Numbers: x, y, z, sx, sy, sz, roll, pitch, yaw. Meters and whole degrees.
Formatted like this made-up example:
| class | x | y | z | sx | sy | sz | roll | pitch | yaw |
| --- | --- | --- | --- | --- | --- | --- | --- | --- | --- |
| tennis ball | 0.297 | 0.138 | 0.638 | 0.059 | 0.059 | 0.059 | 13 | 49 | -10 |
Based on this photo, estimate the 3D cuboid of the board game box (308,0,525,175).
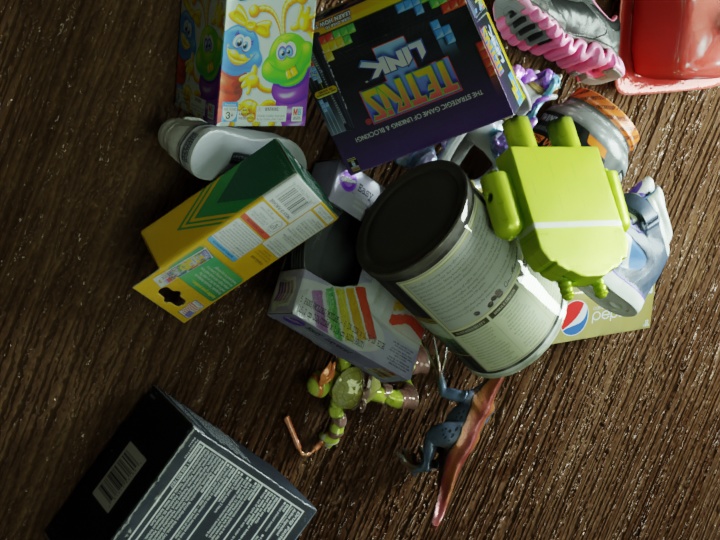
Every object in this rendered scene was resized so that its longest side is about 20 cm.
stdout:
| class | x | y | z | sx | sy | sz | roll | pitch | yaw |
| --- | --- | --- | --- | --- | --- | --- | --- | --- | --- |
| board game box | 0.044 | -0.208 | 1.501 | 0.167 | 0.198 | 0.057 | 64 | 27 | -15 |

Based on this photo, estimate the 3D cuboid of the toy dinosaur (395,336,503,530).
| class | x | y | z | sx | sy | sz | roll | pitch | yaw |
| --- | --- | --- | --- | --- | --- | --- | --- | --- | --- |
| toy dinosaur | 0.137 | 0.179 | 1.741 | 0.181 | 0.202 | 0.105 | -38 | 147 | 23 |

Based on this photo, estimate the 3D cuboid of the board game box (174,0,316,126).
| class | x | y | z | sx | sy | sz | roll | pitch | yaw |
| --- | --- | --- | --- | --- | --- | --- | --- | --- | --- |
| board game box | -0.111 | -0.252 | 1.452 | 0.104 | 0.103 | 0.203 | -4 | 109 | -31 |

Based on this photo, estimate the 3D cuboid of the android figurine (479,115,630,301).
| class | x | y | z | sx | sy | sz | roll | pitch | yaw |
| --- | --- | --- | --- | --- | --- | --- | --- | --- | --- |
| android figurine | 0.210 | -0.065 | 1.536 | 0.180 | 0.041 | 0.203 | -5 | 71 | -33 |

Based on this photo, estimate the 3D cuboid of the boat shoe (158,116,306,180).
| class | x | y | z | sx | sy | sz | roll | pitch | yaw |
| --- | --- | --- | --- | --- | --- | --- | --- | --- | --- |
| boat shoe | -0.132 | -0.119 | 1.506 | 0.199 | 0.069 | 0.072 | 7 | 111 | -56 |

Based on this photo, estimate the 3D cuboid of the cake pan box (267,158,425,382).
| class | x | y | z | sx | sy | sz | roll | pitch | yaw |
| --- | --- | --- | --- | --- | --- | --- | --- | --- | --- |
| cake pan box | 0.000 | 0.000 | 1.609 | 0.199 | 0.052 | 0.186 | 33 | 65 | -36 |

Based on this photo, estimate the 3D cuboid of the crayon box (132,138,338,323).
| class | x | y | z | sx | sy | sz | roll | pitch | yaw |
| --- | --- | --- | --- | --- | --- | --- | --- | --- | --- |
| crayon box | -0.133 | -0.038 | 1.489 | 0.199 | 0.052 | 0.126 | -34 | 154 | 5 |

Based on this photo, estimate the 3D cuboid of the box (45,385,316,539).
| class | x | y | z | sx | sy | sz | roll | pitch | yaw |
| --- | --- | --- | --- | --- | --- | --- | --- | --- | --- |
| box | -0.191 | 0.269 | 1.571 | 0.198 | 0.123 | 0.201 | 40 | 85 | -34 |

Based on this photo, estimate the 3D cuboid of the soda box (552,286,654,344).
| class | x | y | z | sx | sy | sz | roll | pitch | yaw |
| --- | --- | --- | --- | --- | --- | --- | --- | --- | --- |
| soda box | 0.267 | 0.043 | 1.817 | 0.198 | 0.068 | 0.065 | -6 | 110 | -31 |

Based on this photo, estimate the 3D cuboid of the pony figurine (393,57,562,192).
| class | x | y | z | sx | sy | sz | roll | pitch | yaw |
| --- | --- | --- | --- | --- | --- | --- | --- | --- | --- |
| pony figurine | 0.121 | -0.178 | 1.613 | 0.200 | 0.167 | 0.193 | -48 | 137 | 5 |

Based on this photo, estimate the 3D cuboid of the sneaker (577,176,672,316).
| class | x | y | z | sx | sy | sz | roll | pitch | yaw |
| --- | --- | --- | --- | --- | --- | --- | --- | --- | --- |
| sneaker | 0.274 | -0.057 | 1.647 | 0.200 | 0.080 | 0.148 | 39 | 68 | -31 |

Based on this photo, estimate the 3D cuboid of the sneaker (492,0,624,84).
| class | x | y | z | sx | sy | sz | roll | pitch | yaw |
| --- | --- | --- | --- | --- | --- | --- | --- | --- | --- |
| sneaker | 0.230 | -0.291 | 1.687 | 0.199 | 0.079 | 0.097 | 24 | 71 | -36 |

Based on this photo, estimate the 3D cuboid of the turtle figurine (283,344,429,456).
| class | x | y | z | sx | sy | sz | roll | pitch | yaw |
| --- | --- | --- | --- | --- | --- | --- | --- | --- | --- |
| turtle figurine | 0.001 | 0.118 | 1.676 | 0.159 | 0.064 | 0.203 | -3 | 108 | -31 |

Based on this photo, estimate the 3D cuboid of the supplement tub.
| class | x | y | z | sx | sy | sz | roll | pitch | yaw |
| --- | --- | --- | --- | --- | --- | --- | --- | --- | --- |
| supplement tub | 0.227 | -0.105 | 1.707 | 0.201 | 0.122 | 0.123 | -51 | 125 | -8 |

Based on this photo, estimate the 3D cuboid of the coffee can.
| class | x | y | z | sx | sy | sz | roll | pitch | yaw |
| --- | --- | --- | --- | --- | --- | --- | --- | --- | --- |
| coffee can | 0.111 | 0.001 | 1.577 | 0.147 | 0.146 | 0.200 | -51 | 124 | -7 |

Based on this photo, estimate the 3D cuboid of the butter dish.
| class | x | y | z | sx | sy | sz | roll | pitch | yaw |
| --- | --- | --- | --- | --- | --- | --- | --- | --- | --- |
| butter dish | 0.416 | -0.302 | 1.743 | 0.197 | 0.147 | 0.203 | -9 | 111 | -30 |
